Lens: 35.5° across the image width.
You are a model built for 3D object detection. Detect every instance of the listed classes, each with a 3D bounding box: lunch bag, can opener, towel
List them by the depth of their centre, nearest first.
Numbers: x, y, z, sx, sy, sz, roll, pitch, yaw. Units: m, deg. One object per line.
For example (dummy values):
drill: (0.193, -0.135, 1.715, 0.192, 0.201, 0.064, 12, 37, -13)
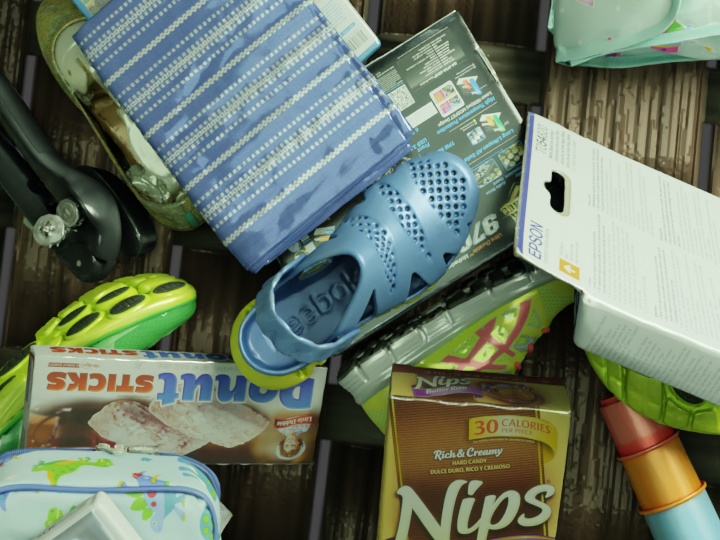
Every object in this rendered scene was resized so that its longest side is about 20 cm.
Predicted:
lunch bag: (-0.166, 0.211, 0.691, 0.158, 0.082, 0.204, 2, 100, -10)
towel: (-0.075, -0.118, 0.731, 0.144, 0.024, 0.201, -38, 88, 6)
lunch bag: (0.221, -0.228, 0.752, 0.196, 0.122, 0.174, -4, 90, 10)
can opener: (-0.230, -0.072, 0.790, 0.200, 0.079, 0.064, 44, 101, 11)

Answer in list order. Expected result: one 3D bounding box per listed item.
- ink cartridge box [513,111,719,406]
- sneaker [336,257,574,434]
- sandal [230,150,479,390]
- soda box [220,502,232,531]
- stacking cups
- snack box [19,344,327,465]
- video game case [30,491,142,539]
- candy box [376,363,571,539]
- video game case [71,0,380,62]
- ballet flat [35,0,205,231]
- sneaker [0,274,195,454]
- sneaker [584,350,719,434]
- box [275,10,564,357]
ink cartridge box: (0.181, -0.006, 0.704, 0.197, 0.201, 0.041, 25, 123, -3)
sneaker: (0.087, 0.054, 0.772, 0.198, 0.078, 0.091, -30, 94, 7)
sandal: (0.000, 0.000, 0.716, 0.200, 0.087, 0.080, -45, 86, -7)
soda box: (-0.179, 0.224, 0.772, 0.068, 0.063, 0.200, 43, 89, 2)
stacking cups: (0.221, 0.175, 0.771, 0.060, 0.061, 0.203, -23, 82, 1)
snack box: (-0.121, 0.091, 0.748, 0.197, 0.024, 0.073, 4, 102, -24)
video game case: (-0.163, 0.257, 0.649, 0.181, 0.023, 0.201, -35, 103, 1)
candy box: (0.068, 0.167, 0.738, 0.114, 0.057, 0.204, 4, 107, 2)
video game case: (-0.102, -0.182, 0.749, 0.143, 0.018, 0.201, -40, 94, 5)
ballet flat: (-0.166, -0.118, 0.785, 0.070, 0.071, 0.202, -33, 87, 0)
sneaker: (-0.191, 0.078, 0.778, 0.199, 0.074, 0.084, -40, 118, -6)
sneaker: (0.235, 0.072, 0.754, 0.197, 0.084, 0.075, 24, 99, -2)
box: (0.025, -0.059, 0.786, 0.198, 0.046, 0.160, -32, 87, 0)
